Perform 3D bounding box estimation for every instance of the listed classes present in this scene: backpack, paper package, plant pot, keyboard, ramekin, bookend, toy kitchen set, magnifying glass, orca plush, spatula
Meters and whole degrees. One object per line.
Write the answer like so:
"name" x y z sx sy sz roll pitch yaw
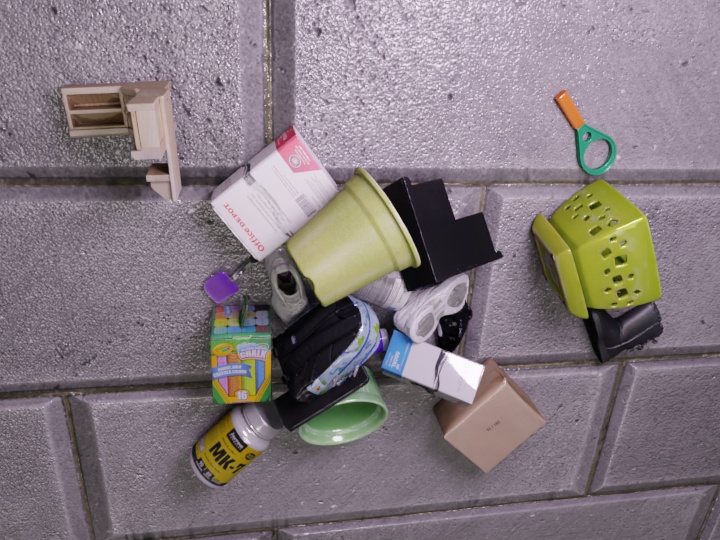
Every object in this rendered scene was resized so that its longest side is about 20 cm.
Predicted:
"backpack" -0.056 0.135 1.151 0.152 0.164 0.201 18 119 -42
"paper package" 0.304 0.345 1.411 0.200 0.104 0.190 -43 115 10
"plant pot" -0.025 -0.042 1.033 0.182 0.201 0.203 -33 118 -5
"keyboard" -0.087 0.225 1.203 0.197 0.128 0.021 -31 148 0
"ramekin" -0.045 0.286 1.284 0.195 0.099 0.202 -10 142 -8
"bookend" 0.156 -0.087 1.163 0.196 0.091 0.205 -18 89 -36
"toy kitchen set" -0.389 -0.201 0.959 0.175 0.201 0.167 -5 116 -8
"magnifying glass" 0.446 -0.274 1.189 0.079 0.023 0.200 -40 118 9
"plant pot" 0.468 -0.035 1.213 0.178 0.200 0.203 -22 118 7
"orca plush" 0.194 0.134 1.305 0.103 0.071 0.203 18 111 -18
"spatula" -0.227 -0.009 1.182 0.199 0.021 0.057 -39 116 4

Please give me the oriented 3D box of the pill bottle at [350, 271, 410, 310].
"pill bottle" 0.000 0.000 1.180 0.196 0.114 0.116 17 112 -18

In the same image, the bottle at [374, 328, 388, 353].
"bottle" -0.037 0.163 1.278 0.195 0.066 0.085 -9 118 -7

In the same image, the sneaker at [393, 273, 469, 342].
"sneaker" 0.142 0.058 1.226 0.198 0.098 0.079 -34 127 -29

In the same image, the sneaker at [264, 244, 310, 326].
"sneaker" -0.144 0.053 1.181 0.073 0.100 0.203 -20 126 -6

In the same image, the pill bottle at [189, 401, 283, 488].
"pill bottle" -0.271 0.371 1.307 0.199 0.115 0.114 -42 116 10

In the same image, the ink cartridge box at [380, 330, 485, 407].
"ink cartridge box" 0.147 0.208 1.243 0.196 0.145 0.086 20 78 9

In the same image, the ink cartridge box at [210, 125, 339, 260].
"ink cartridge box" -0.156 -0.141 1.099 0.198 0.085 0.146 -36 117 6

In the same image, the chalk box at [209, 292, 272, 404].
"chalk box" -0.240 0.148 1.200 0.121 0.125 0.205 -1 115 -10

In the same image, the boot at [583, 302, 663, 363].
"boot" 0.609 0.118 1.378 0.160 0.074 0.200 -27 124 5
